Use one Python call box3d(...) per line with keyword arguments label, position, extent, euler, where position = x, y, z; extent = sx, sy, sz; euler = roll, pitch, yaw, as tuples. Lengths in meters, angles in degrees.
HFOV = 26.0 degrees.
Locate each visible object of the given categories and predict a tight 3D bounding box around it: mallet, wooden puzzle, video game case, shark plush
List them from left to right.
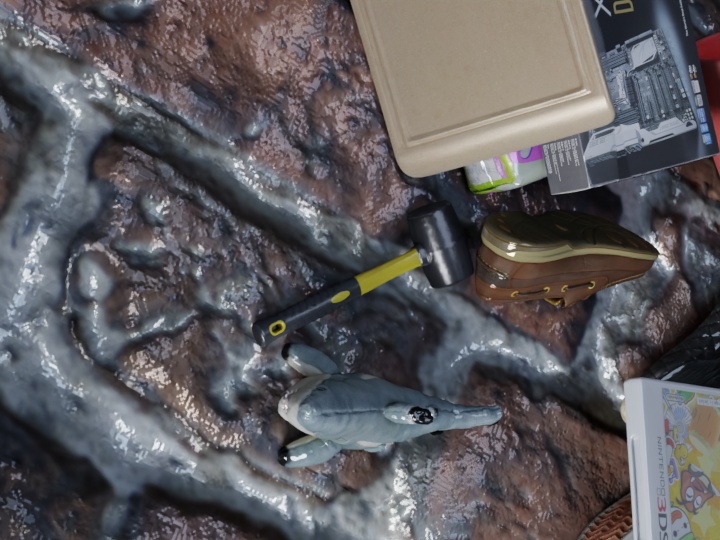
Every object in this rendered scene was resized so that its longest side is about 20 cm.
box3d(label="mallet", position=(0.000, 0.000, 1.197), extent=(0.199, 0.041, 0.066), euler=(-18, 99, -30))
box3d(label="shark plush", position=(0.021, 0.117, 1.169), extent=(0.199, 0.083, 0.092), euler=(20, 74, -30))
box3d(label="wooden puzzle", position=(0.087, -0.186, 1.196), extent=(0.037, 0.184, 0.202), euler=(-34, 107, -59))
box3d(label="video game case", position=(0.299, 0.190, 1.309), extent=(0.199, 0.023, 0.184), euler=(11, 72, -38))

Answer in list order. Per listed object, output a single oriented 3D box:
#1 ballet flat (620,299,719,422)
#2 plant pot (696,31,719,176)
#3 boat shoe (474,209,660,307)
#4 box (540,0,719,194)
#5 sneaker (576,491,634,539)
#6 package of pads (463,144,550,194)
box3d(label="ballet flat", position=(0.298, 0.077, 1.388), extent=(0.199, 0.057, 0.067), euler=(-35, 132, -26))
box3d(label="plant pot", position=(0.398, -0.126, 1.389), extent=(0.199, 0.200, 0.179), euler=(-22, 107, -33))
box3d(label="boat shoe", position=(0.168, -0.007, 1.296), extent=(0.199, 0.072, 0.068), euler=(-1, 119, -41))
box3d(label="box", position=(0.202, -0.175, 1.259), extent=(0.157, 0.050, 0.202), euler=(-14, 94, -36))
box3d(label="sneaker", position=(0.260, 0.221, 1.325), extent=(0.199, 0.071, 0.080), euler=(-34, 99, -33))
box3d(label="package of pads", position=(0.131, -0.175, 1.280), extent=(0.154, 0.068, 0.202), euler=(-20, 96, -35))
